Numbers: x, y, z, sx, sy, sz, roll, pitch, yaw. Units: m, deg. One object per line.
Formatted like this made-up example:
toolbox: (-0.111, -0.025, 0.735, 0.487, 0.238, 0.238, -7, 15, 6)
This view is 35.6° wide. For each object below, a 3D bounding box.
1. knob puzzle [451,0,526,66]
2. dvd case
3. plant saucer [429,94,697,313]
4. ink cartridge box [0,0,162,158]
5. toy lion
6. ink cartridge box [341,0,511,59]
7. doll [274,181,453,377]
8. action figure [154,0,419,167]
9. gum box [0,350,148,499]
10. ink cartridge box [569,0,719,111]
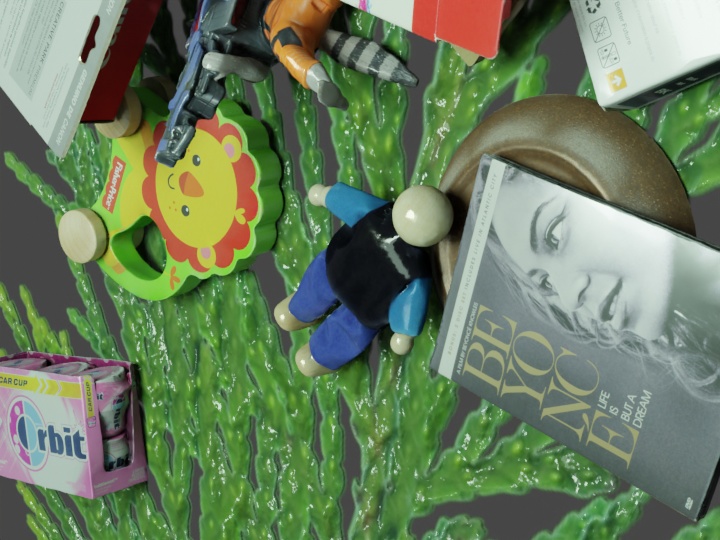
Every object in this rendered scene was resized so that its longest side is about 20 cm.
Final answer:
knob puzzle: (0.067, -0.255, 0.663, 0.219, 0.030, 0.221, 27, 128, 40)
dvd case: (0.134, 0.034, 0.660, 0.199, 0.016, 0.150, 28, 116, 36)
plant saucer: (0.113, -0.010, 0.708, 0.200, 0.037, 0.202, 8, 101, 42)
ink cartridge box: (-0.206, -0.213, 0.842, 0.176, 0.084, 0.200, 49, 126, 24)
toy lion: (-0.151, -0.058, 0.934, 0.191, 0.068, 0.201, 37, 121, 24)
ink cartridge box: (0.030, -0.211, 0.651, 0.200, 0.067, 0.117, 33, 133, 36)
doll: (0.000, 0.000, 0.777, 0.200, 0.048, 0.137, -44, 68, 52)
action figure: (-0.062, -0.150, 0.805, 0.193, 0.104, 0.201, 19, 85, 44)
gum box: (-0.289, 0.145, 1.084, 0.199, 0.066, 0.114, 1, 99, 42)
ink cartridge box: (0.189, -0.212, 0.596, 0.199, 0.043, 0.200, -20, 83, 46)
